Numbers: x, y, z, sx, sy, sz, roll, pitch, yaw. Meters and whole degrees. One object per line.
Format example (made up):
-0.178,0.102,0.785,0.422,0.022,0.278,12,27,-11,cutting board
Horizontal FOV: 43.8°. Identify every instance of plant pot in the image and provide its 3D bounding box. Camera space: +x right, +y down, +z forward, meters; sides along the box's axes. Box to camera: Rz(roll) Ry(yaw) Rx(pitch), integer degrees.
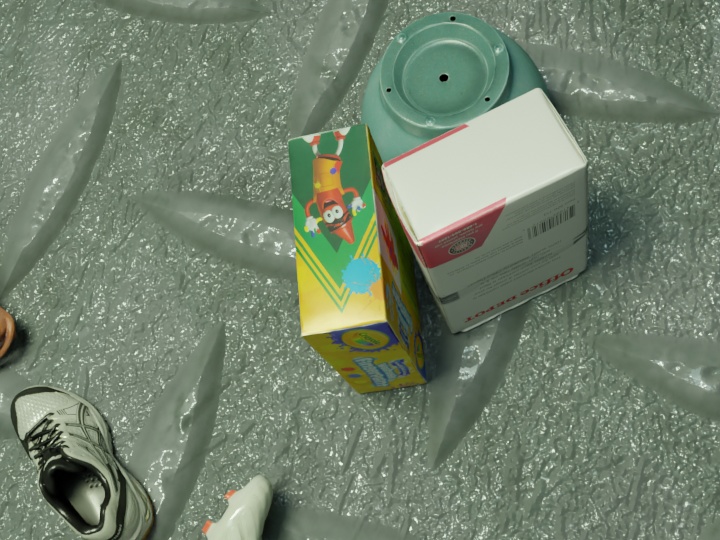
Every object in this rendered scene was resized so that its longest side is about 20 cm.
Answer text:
0.086,-0.156,0.850,0.197,0.134,0.203,-4,70,11,plant pot

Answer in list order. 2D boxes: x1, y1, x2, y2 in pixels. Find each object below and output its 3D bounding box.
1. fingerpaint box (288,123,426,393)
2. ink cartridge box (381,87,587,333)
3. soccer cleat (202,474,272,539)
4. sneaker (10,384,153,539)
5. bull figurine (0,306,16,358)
0.000,0.000,0.777,0.072,0.200,0.169,-9,69,10,fingerpaint box
0.112,-0.041,0.767,0.145,0.200,0.084,-26,63,2,ink cartridge box
-0.115,0.278,0.778,0.077,0.069,0.202,25,84,14,soccer cleat
-0.271,0.173,0.836,0.200,0.088,0.076,41,85,24,sneaker
-0.440,0.039,0.935,0.199,0.065,0.122,35,88,27,bull figurine
